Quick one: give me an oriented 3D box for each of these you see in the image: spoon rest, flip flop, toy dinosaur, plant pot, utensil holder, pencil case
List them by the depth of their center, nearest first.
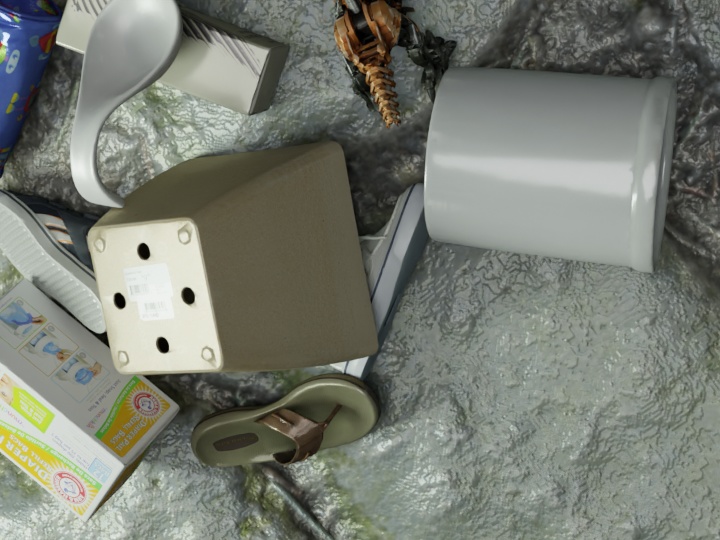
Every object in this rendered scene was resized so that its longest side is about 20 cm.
[{"bbox_3d":[0.169,-0.093,1.578,0.199,0.170,0.171,7,102,14],"label":"utensil holder"},{"bbox_3d":[-0.213,-0.160,1.592,0.099,0.061,0.201,9,82,31],"label":"spoon rest"},{"bbox_3d":[0.009,-0.205,1.600,0.102,0.136,0.201,-3,58,27],"label":"toy dinosaur"},{"bbox_3d":[-0.128,0.006,1.618,0.199,0.177,0.201,-4,101,38],"label":"plant pot"},{"bbox_3d":[-0.350,-0.178,1.701,0.087,0.078,0.200,22,114,-10],"label":"pencil case"},{"bbox_3d":[-0.073,0.156,1.719,0.199,0.058,0.081,-15,120,16],"label":"flip flop"}]

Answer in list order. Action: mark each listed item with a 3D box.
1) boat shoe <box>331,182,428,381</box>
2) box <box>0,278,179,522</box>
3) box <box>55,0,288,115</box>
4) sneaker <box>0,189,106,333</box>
[{"bbox_3d":[0.001,-0.001,1.684,0.086,0.075,0.203,25,114,10],"label":"boat shoe"},{"bbox_3d":[-0.293,0.126,1.731,0.200,0.101,0.113,39,132,3],"label":"box"},{"bbox_3d":[-0.174,-0.210,1.672,0.199,0.082,0.069,20,103,6],"label":"box"},{"bbox_3d":[-0.280,-0.019,1.738,0.200,0.079,0.079,40,143,25],"label":"sneaker"}]
